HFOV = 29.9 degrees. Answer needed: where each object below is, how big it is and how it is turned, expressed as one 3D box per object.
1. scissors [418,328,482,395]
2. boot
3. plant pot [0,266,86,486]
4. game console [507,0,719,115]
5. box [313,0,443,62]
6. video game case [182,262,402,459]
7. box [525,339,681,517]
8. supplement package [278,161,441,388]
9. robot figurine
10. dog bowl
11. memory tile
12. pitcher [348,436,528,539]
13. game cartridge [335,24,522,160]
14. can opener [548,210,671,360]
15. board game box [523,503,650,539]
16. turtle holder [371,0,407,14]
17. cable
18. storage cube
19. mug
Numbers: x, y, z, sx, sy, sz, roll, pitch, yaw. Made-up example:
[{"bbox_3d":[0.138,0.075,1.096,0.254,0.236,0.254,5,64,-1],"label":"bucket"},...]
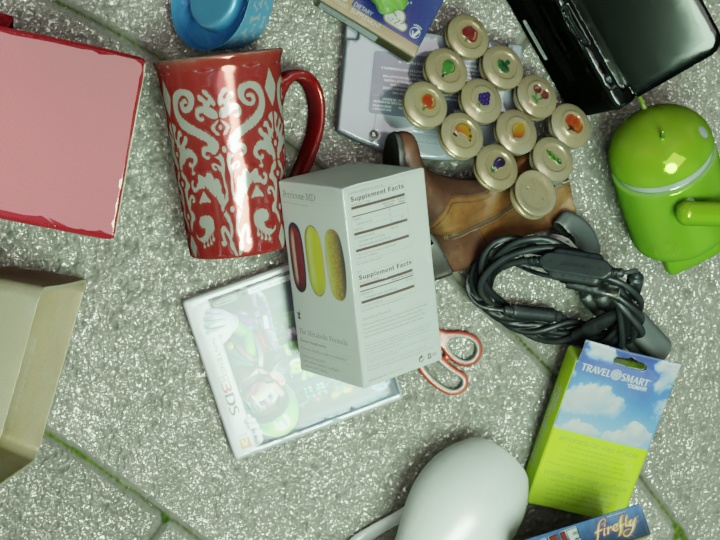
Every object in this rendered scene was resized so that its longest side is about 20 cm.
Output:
[{"bbox_3d":[0.052,0.058,1.487,0.199,0.014,0.073,39,90,-13],"label":"scissors"},{"bbox_3d":[0.133,-0.097,1.439,0.198,0.069,0.190,-24,116,-7],"label":"boot"},{"bbox_3d":[-0.398,0.083,1.328,0.175,0.200,0.203,17,92,0],"label":"plant pot"},{"bbox_3d":[0.252,-0.281,1.416,0.116,0.176,0.202,-33,99,-12],"label":"game console"},{"bbox_3d":[0.049,-0.338,1.423,0.120,0.032,0.202,29,80,-6],"label":"box"},{"bbox_3d":[-0.072,0.086,1.463,0.197,0.023,0.184,-19,98,-8],"label":"video game case"},{"bbox_3d":[0.264,0.173,1.496,0.120,0.048,0.203,14,107,-11],"label":"box"},{"bbox_3d":[0.000,0.000,1.372,0.109,0.113,0.203,-17,106,-37],"label":"supplement package"},{"bbox_3d":[0.333,-0.092,1.452,0.114,0.176,0.201,-24,128,3],"label":"robot figurine"},{"bbox_3d":[-0.130,-0.321,1.377,0.049,0.110,0.203,5,96,-53],"label":"dog bowl"},{"bbox_3d":[0.146,-0.162,1.416,0.199,0.017,0.154,38,64,-10],"label":"memory tile"},{"bbox_3d":[0.077,0.275,1.461,0.200,0.170,0.122,-49,128,-23],"label":"pitcher"},{"bbox_3d":[0.073,-0.188,1.458,0.197,0.041,0.135,6,91,-10],"label":"game cartridge"},{"bbox_3d":[0.279,0.017,1.495,0.200,0.053,0.067,44,73,-20],"label":"can opener"},{"bbox_3d":[0.220,0.298,1.447,0.134,0.200,0.035,-16,74,-9],"label":"board game box"},{"bbox_3d":[-0.007,-0.361,1.345,0.131,0.141,0.186,-40,143,-9],"label":"turtle holder"},{"bbox_3d":[0.210,0.027,1.452,0.197,0.164,0.051,7,58,20],"label":"cable"},{"bbox_3d":[-0.313,-0.139,1.325,0.177,0.171,0.203,11,93,-11],"label":"storage cube"},{"bbox_3d":[-0.114,-0.123,1.385,0.175,0.133,0.203,-7,100,-7],"label":"mug"}]
